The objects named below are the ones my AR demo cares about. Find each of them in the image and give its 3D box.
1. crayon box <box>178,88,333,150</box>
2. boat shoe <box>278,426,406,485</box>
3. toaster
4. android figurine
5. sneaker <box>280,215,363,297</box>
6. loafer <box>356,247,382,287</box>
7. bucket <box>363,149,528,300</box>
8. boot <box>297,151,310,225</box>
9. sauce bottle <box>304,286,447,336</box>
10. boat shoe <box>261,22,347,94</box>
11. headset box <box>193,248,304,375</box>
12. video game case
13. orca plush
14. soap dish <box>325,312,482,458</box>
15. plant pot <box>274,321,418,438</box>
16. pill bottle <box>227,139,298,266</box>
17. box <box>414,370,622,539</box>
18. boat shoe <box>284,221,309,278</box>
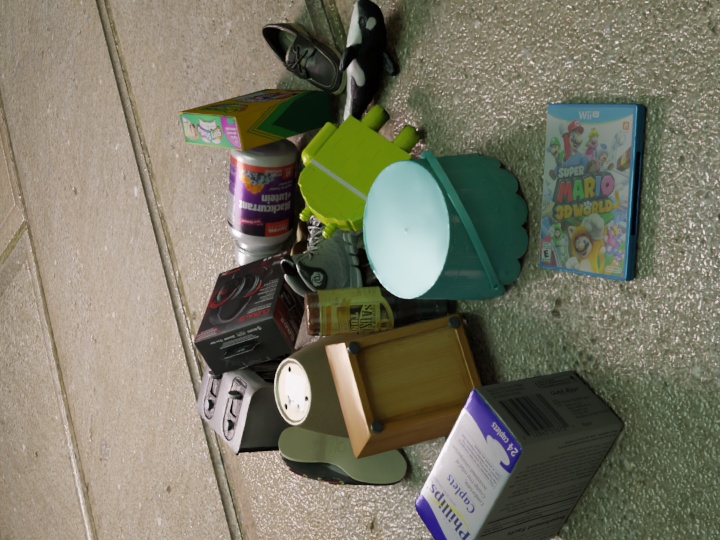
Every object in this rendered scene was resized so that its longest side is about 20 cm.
[{"bbox_3d":[-0.168,-0.243,1.786,0.199,0.170,0.059,14,118,54],"label":"crayon box"},{"bbox_3d":[-0.025,0.284,1.689,0.064,0.197,0.075,80,-157,-54],"label":"boat shoe"},{"bbox_3d":[-0.141,0.208,1.798,0.180,0.197,0.121,32,115,55],"label":"toaster"},{"bbox_3d":[-0.006,-0.137,1.599,0.181,0.041,0.201,33,79,23],"label":"android figurine"},{"bbox_3d":[-0.064,-0.039,1.609,0.075,0.114,0.204,-34,63,54],"label":"sneaker"},{"bbox_3d":[0.000,0.000,1.675,0.199,0.072,0.072,-24,75,51],"label":"loafer"},{"bbox_3d":[0.107,-0.057,1.480,0.205,0.133,0.212,7,99,51],"label":"bucket"},{"bbox_3d":[-0.036,-0.160,1.723,0.199,0.067,0.133,-30,64,48],"label":"boot"},{"bbox_3d":[0.021,0.053,1.555,0.066,0.196,0.067,175,90,-85],"label":"sauce bottle"},{"bbox_3d":[-0.092,-0.335,1.779,0.200,0.064,0.074,40,122,43],"label":"boat shoe"},{"bbox_3d":[-0.168,0.070,1.771,0.146,0.201,0.076,-18,122,21],"label":"headset box"},{"bbox_3d":[0.275,-0.097,1.352,0.142,0.018,0.204,11,101,53],"label":"video game case"},{"bbox_3d":[0.016,-0.288,1.640,0.070,0.105,0.204,18,106,18],"label":"orca plush"},{"bbox_3d":[0.068,0.147,1.496,0.081,0.196,0.160,111,145,-69],"label":"soap dish"},{"bbox_3d":[-0.017,0.161,1.608,0.186,0.197,0.191,4,95,52],"label":"plant pot"},{"bbox_3d":[-0.162,-0.110,1.843,0.111,0.110,0.203,35,129,45],"label":"pill bottle"},{"bbox_3d":[0.187,0.237,1.357,0.105,0.182,0.202,48,128,37],"label":"box"},{"bbox_3d":[-0.082,-0.008,1.729,0.201,0.071,0.073,-99,28,-65],"label":"boat shoe"}]
